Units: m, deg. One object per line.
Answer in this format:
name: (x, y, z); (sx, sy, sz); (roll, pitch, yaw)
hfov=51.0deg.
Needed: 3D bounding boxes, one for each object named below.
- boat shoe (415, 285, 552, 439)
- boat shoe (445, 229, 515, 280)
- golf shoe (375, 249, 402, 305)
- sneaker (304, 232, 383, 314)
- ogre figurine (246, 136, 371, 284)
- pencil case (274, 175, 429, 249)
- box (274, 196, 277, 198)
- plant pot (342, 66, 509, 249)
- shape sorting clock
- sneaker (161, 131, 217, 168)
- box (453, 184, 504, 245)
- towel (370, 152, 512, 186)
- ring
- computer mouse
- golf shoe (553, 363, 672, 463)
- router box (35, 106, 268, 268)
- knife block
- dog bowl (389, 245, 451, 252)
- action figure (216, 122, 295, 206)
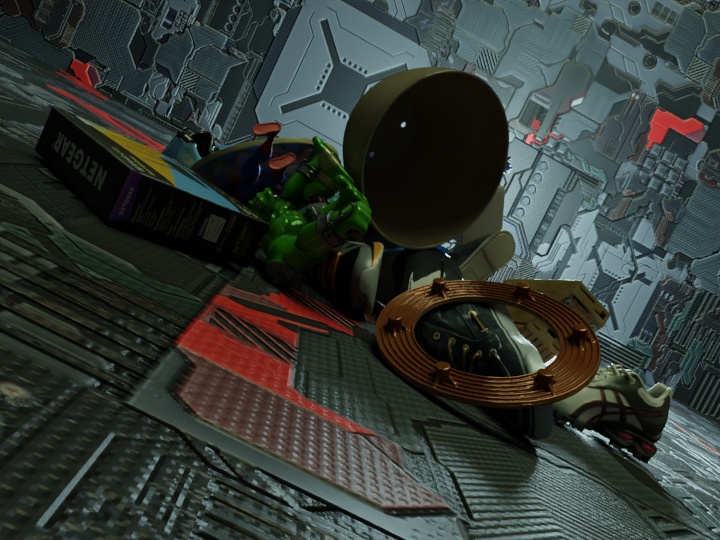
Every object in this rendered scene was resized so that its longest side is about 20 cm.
boat shoe: (0.105, 0.085, 0.697); (0.089, 0.072, 0.201); (-6, 29, -7)
boat shoe: (0.131, 0.007, 1.046); (0.068, 0.198, 0.057); (62, -20, -16)
golf shoe: (0.000, 0.000, 1.013); (0.095, 0.080, 0.199); (5, 10, -28)
sneaker: (-0.026, -0.004, 0.844); (0.075, 0.080, 0.200); (12, 6, -16)
ogre figurine: (-0.054, -0.055, 0.768); (0.098, 0.119, 0.201); (42, 10, -46)
pencil case: (-0.011, -0.071, 0.972); (0.195, 0.095, 0.085); (-6, 22, -10)
box: (-0.043, -0.082, 1.112); (0.195, 0.051, 0.160); (1, 8, -14)
plant pot: (0.055, -0.145, 0.880); (0.198, 0.203, 0.134); (23, 11, -39)
shape sorting clock: (-0.123, -0.128, 0.974); (0.195, 0.040, 0.200); (-9, -6, -1)
sneaker: (-0.216, -0.145, 1.058); (0.077, 0.091, 0.200); (27, 5, 9)
box: (0.114, -0.115, 1.081); (0.081, 0.070, 0.200); (-19, 35, -24)
towel: (0.095, -0.149, 1.037); (0.197, 0.024, 0.144); (17, 29, 30)
ring: (0.110, 0.052, 0.659); (0.195, 0.020, 0.201); (1, 27, 0)
computer mouse: (0.088, 0.025, 0.856); (0.136, 0.053, 0.201); (23, 27, -16)
golf shoe: (0.260, 0.137, 0.842); (0.197, 0.090, 0.077); (25, 7, -21)
router box: (-0.197, -0.079, 0.702); (0.148, 0.052, 0.199); (21, 9, -46)
knife block: (0.213, 0.047, 0.980); (0.064, 0.199, 0.177); (41, 30, -18)
dog bowl: (0.098, -0.006, 1.230); (0.199, 0.113, 0.049); (36, -15, -31)
action figure: (-0.151, -0.092, 0.880); (0.066, 0.097, 0.200); (65, -26, 11)
